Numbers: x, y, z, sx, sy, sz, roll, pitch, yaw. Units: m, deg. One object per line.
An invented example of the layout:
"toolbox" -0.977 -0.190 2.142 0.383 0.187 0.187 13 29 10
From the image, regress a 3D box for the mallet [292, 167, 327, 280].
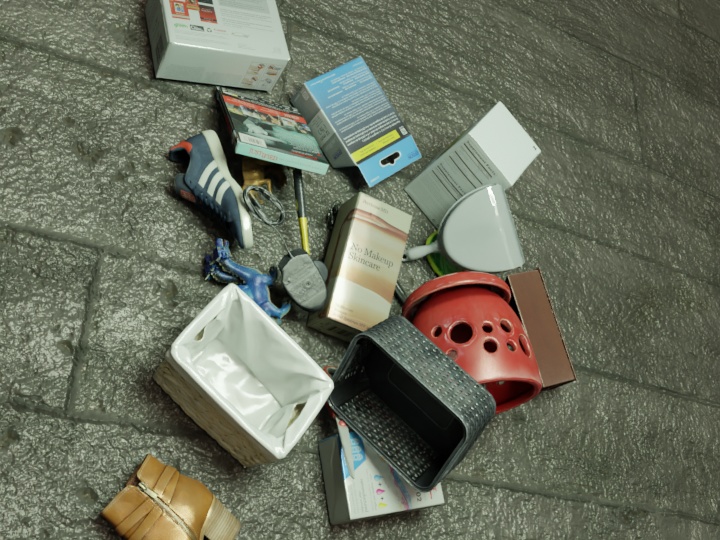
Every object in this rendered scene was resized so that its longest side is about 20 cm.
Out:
"mallet" -0.082 -0.072 1.179 0.040 0.065 0.205 -4 92 -29

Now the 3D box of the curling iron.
"curling iron" 0.013 -0.027 1.278 0.049 0.026 0.201 -41 95 -24

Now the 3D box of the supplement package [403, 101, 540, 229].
"supplement package" 0.185 -0.169 1.332 0.110 0.200 0.114 48 54 -4

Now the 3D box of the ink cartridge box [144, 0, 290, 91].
"ink cartridge box" -0.228 -0.387 1.243 0.196 0.084 0.179 0 64 -31

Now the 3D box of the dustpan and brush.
"dustpan and brush" 0.152 -0.047 1.278 0.196 0.057 0.142 -17 94 10

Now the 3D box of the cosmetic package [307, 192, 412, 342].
"cosmetic package" 0.000 0.000 1.200 0.102 0.087 0.204 20 70 -19

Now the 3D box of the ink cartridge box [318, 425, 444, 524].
"ink cartridge box" 0.047 0.288 1.138 0.196 0.068 0.118 0 69 -31

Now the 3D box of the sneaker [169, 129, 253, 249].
"sneaker" -0.218 -0.107 1.138 0.083 0.075 0.202 -19 63 -18

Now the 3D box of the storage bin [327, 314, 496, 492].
"storage bin" 0.066 0.176 1.072 0.199 0.137 0.093 41 32 20

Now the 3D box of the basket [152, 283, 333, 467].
"basket" -0.158 0.144 1.041 0.200 0.123 0.136 46 54 -7

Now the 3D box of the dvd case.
"dvd case" -0.138 -0.215 1.201 0.143 0.022 0.201 11 29 -27

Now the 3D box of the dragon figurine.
"dragon figurine" -0.155 0.050 1.122 0.098 0.059 0.204 -13 77 -34

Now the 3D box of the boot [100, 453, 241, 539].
"boot" -0.248 0.335 0.941 0.154 0.073 0.201 41 43 -11

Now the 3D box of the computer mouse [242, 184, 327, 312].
"computer mouse" -0.108 -0.031 1.117 0.058 0.034 0.203 -31 101 -16

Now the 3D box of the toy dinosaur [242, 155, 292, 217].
"toy dinosaur" -0.159 -0.172 1.212 0.104 0.060 0.204 6 67 -27

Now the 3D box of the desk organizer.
"desk organizer" 0.292 0.106 1.362 0.076 0.072 0.204 -7 74 -30

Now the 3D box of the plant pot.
"plant pot" 0.161 0.116 1.205 0.197 0.200 0.186 7 58 -28

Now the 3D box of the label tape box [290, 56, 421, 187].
"label tape box" -0.005 -0.240 1.332 0.142 0.066 0.202 -33 91 -36

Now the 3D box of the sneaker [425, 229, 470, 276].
"sneaker" 0.185 0.016 1.325 0.074 0.083 0.201 -38 92 -36

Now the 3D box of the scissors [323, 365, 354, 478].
"scissors" -0.022 0.205 1.101 0.072 0.014 0.201 1 36 -31
